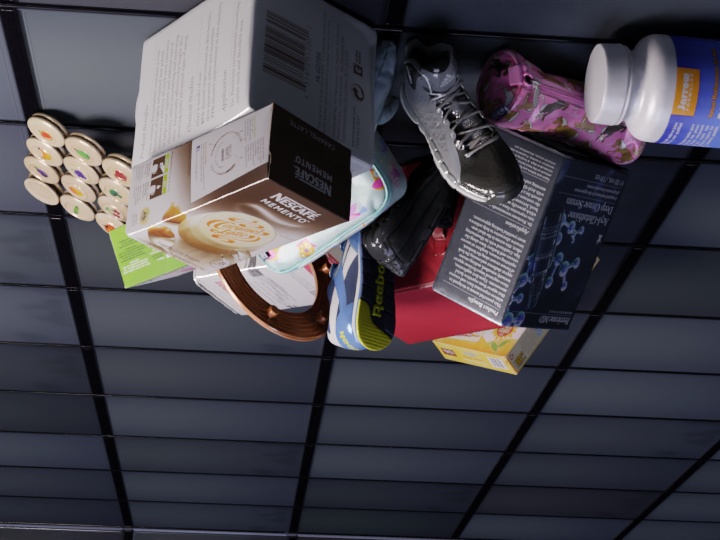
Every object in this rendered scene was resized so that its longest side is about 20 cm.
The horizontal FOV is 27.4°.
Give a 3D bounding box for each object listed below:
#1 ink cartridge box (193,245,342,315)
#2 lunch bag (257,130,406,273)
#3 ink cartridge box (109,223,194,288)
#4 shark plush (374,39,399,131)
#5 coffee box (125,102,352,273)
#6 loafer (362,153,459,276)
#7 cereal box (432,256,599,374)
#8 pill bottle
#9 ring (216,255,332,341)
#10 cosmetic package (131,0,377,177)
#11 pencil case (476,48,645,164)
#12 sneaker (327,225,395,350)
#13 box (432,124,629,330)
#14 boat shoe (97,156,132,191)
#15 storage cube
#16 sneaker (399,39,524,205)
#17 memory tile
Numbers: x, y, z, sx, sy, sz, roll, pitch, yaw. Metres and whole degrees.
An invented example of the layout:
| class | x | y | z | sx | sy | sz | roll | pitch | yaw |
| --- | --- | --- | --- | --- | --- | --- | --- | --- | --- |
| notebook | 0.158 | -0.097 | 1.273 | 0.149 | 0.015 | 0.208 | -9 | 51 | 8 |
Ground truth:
| class | x | y | z | sx | sy | sz | roll | pitch | yaw |
| --- | --- | --- | --- | --- | --- | --- | --- | --- | --- |
| ink cartridge box | -0.106 | -0.011 | 1.989 | 0.199 | 0.085 | 0.146 | -10 | 154 | 20 |
| lunch bag | -0.063 | -0.100 | 1.665 | 0.199 | 0.161 | 0.077 | -32 | -176 | 24 |
| ink cartridge box | -0.185 | -0.046 | 1.823 | 0.147 | 0.076 | 0.199 | -19 | 176 | 36 |
| shark plush | -0.020 | -0.148 | 1.548 | 0.091 | 0.201 | 0.083 | 37 | 161 | -13 |
| coffee box | -0.118 | -0.075 | 1.425 | 0.199 | 0.080 | 0.114 | -19 | 148 | 39 |
| loafer | 0.082 | -0.079 | 1.702 | 0.070 | 0.201 | 0.068 | 47 | 156 | -17 |
| cereal box | 0.202 | 0.039 | 1.912 | 0.143 | 0.200 | 0.040 | 10 | 144 | 53 |
| pill bottle | 0.339 | -0.186 | 1.532 | 0.198 | 0.113 | 0.112 | 4 | 157 | -8 |
| ring | -0.097 | -0.008 | 1.736 | 0.200 | 0.202 | 0.019 | 21 | 134 | -38 |
| cosmetic package | -0.109 | -0.173 | 1.511 | 0.166 | 0.169 | 0.199 | 21 | 150 | -38 |
| pencil case | 0.222 | -0.176 | 1.603 | 0.199 | 0.087 | 0.083 | 15 | 122 | -30 |
| sneaker | 0.000 | 0.000 | 1.731 | 0.074 | 0.201 | 0.082 | 24 | 154 | -33 |
| box | 0.192 | -0.045 | 1.657 | 0.107 | 0.201 | 0.148 | 29 | -165 | 36 |
| boat shoe | -0.243 | -0.122 | 1.770 | 0.199 | 0.070 | 0.066 | -11 | 156 | 44 |
| storage cube | 0.093 | -0.026 | 1.840 | 0.179 | 0.172 | 0.200 | -12 | 154 | 31 |
| sneaker | 0.096 | -0.163 | 1.522 | 0.075 | 0.200 | 0.116 | -31 | 149 | -11 |
| memory tile | -0.337 | -0.110 | 1.780 | 0.153 | 0.017 | 0.200 | 29 | 153 | 0 |
